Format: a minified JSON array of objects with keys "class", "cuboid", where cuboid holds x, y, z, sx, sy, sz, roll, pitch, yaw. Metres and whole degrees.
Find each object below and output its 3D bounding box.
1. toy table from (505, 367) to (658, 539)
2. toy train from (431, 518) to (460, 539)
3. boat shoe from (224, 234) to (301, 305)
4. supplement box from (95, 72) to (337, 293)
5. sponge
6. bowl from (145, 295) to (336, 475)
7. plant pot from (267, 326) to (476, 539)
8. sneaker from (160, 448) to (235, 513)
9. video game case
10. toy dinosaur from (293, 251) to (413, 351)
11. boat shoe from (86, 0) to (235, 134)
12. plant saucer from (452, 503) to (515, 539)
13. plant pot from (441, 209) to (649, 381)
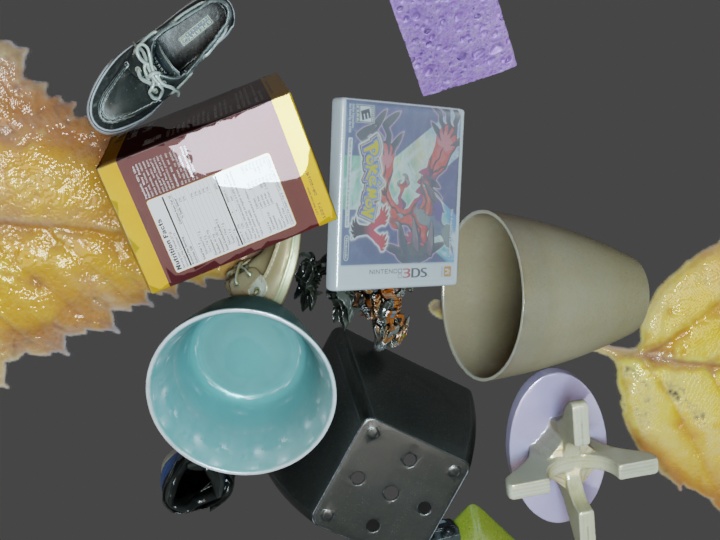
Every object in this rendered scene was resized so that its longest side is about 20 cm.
[{"class":"toy table","cuboid":[0.254,0.231,1.306,0.182,0.117,0.202,-20,106,-3]},{"class":"toy train","cuboid":[0.026,0.343,1.338,0.198,0.046,0.034,-12,122,-6]},{"class":"boat shoe","cuboid":[-0.122,0.022,1.219,0.064,0.072,0.202,19,107,-14]},{"class":"supplement box","cuboid":[-0.148,-0.098,1.114,0.198,0.197,0.134,-22,108,-2]},{"class":"sponge","cuboid":[0.088,-0.290,1.144,0.110,0.030,0.201,-16,125,10]},{"class":"bowl","cuboid":[-0.124,0.109,1.164,0.198,0.105,0.203,0,114,0]},{"class":"plant pot","cuboid":[0.020,0.217,1.236,0.198,0.178,0.201,27,101,-14]},{"class":"sneaker","cuboid":[-0.149,0.202,1.240,0.199,0.111,0.077,-38,107,3]},{"class":"video game case","cuboid":[0.041,-0.081,1.177,0.181,0.023,0.203,-2,96,-40]},{"class":"toy dinosaur","cuboid":[0.000,0.000,1.230,0.135,0.102,0.202,-24,95,-31]},{"class":"boat shoe","cuboid":[-0.212,-0.216,1.141,0.199,0.068,0.074,-36,107,2]},{"class":"plant saucer","cuboid":[0.145,0.435,1.379,0.200,0.048,0.200,43,96,-16]},{"class":"plant pot","cuboid":[0.221,0.029,1.228,0.198,0.187,0.190,1,105,-23]}]
